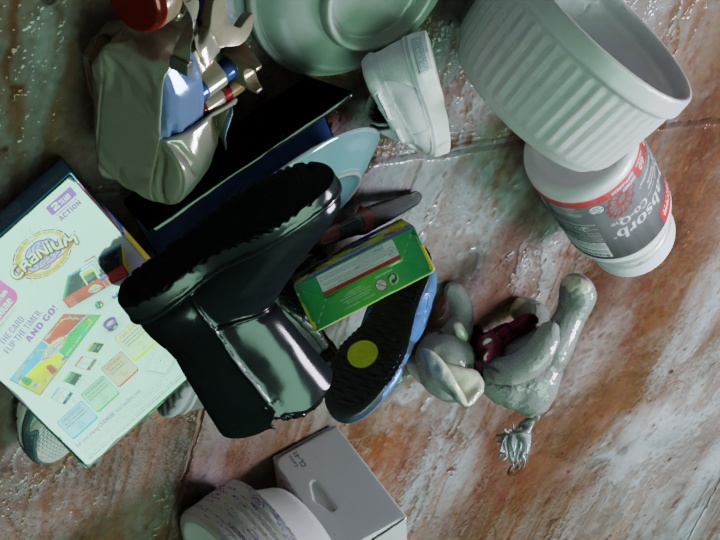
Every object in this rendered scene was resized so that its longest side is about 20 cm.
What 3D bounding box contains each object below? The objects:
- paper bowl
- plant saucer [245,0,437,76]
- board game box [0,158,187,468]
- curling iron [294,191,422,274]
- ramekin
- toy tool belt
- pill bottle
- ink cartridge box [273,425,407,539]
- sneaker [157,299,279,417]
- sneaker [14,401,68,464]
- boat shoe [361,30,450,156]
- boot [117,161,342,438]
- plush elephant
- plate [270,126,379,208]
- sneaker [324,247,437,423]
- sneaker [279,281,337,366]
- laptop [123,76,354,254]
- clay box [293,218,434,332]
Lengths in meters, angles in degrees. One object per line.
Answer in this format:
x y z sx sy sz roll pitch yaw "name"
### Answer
-0.087 0.302 1.518 0.104 0.200 0.202 -31 143 -22 "paper bowl"
0.006 -0.230 1.182 0.198 0.050 0.202 -25 141 -22 "plant saucer"
-0.225 0.037 1.185 0.153 0.040 0.201 -40 119 -3 "board game box"
-0.004 -0.041 1.347 0.049 0.026 0.199 -28 -178 42 "curling iron"
0.173 -0.177 1.272 0.199 0.201 0.105 13 129 -48 "ramekin"
-0.133 -0.156 1.098 0.123 0.124 0.202 -46 155 -42 "toy tool belt"
0.245 -0.079 1.497 0.116 0.116 0.200 -42 144 2 "pill bottle"
-0.018 0.289 1.612 0.085 0.148 0.201 -26 142 -21 "ink cartridge box"
-0.117 0.061 1.329 0.081 0.076 0.200 -5 156 -35 "sneaker"
-0.220 0.098 1.284 0.201 0.086 0.077 -51 142 14 "sneaker"
0.036 -0.140 1.266 0.068 0.073 0.200 -13 172 4 "boat shoe"
-0.066 0.028 1.167 0.199 0.077 0.169 -33 123 8 "boot"
0.125 0.084 1.548 0.153 0.165 0.202 21 80 -12 "plush elephant"
-0.059 -0.048 1.260 0.199 0.026 0.200 -35 171 -6 "plate"
0.026 0.071 1.429 0.079 0.065 0.202 77 31 -52 "sneaker"
-0.073 0.076 1.410 0.090 0.076 0.201 -32 141 -2 "sneaker"
-0.083 -0.058 1.228 0.186 0.200 0.117 -35 109 -8 "laptop"
0.000 0.000 1.333 0.114 0.048 0.200 -27 -175 0 "clay box"
